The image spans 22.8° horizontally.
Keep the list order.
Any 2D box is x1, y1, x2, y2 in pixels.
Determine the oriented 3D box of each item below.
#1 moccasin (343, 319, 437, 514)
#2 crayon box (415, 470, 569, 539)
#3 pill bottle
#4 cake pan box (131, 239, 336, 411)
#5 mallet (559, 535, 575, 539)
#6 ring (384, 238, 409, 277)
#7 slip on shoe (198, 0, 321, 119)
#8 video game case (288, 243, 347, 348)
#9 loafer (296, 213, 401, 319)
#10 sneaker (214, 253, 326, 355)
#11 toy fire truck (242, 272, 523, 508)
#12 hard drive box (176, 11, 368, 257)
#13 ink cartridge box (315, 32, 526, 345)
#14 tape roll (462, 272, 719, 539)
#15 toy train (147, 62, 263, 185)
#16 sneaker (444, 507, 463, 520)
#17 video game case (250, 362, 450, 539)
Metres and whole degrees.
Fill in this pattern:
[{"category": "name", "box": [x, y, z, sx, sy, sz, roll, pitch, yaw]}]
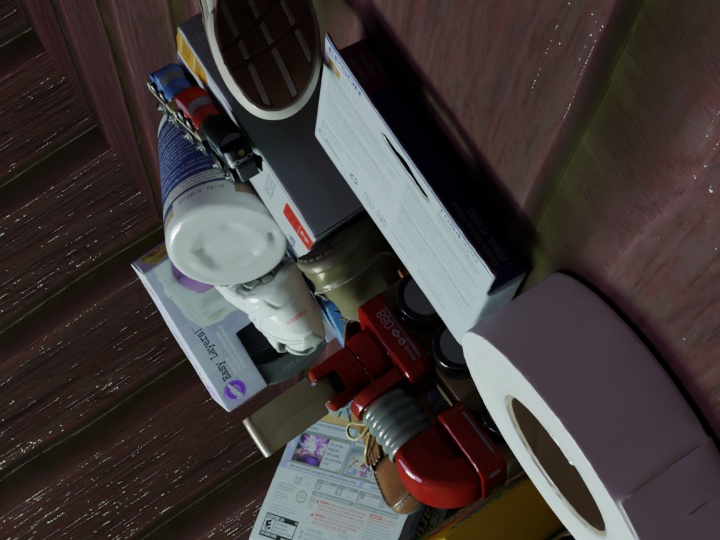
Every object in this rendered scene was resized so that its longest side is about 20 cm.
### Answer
[{"category": "moccasin", "box": [0.022, 0.118, 1.511, 0.078, 0.074, 0.202, 27, -140, -34]}, {"category": "crayon box", "box": [0.114, 0.202, 1.413, 0.051, 0.127, 0.200, 58, 165, 4]}, {"category": "pill bottle", "box": [-0.127, -0.095, 1.618, 0.111, 0.110, 0.201, 67, -170, -49]}, {"category": "cake pan box", "box": [-0.114, 0.023, 1.863, 0.200, 0.184, 0.052, 62, 169, -28]}, {"category": "mallet", "box": [0.150, 0.211, 1.594, 0.200, 0.041, 0.066, 55, 168, 41]}, {"category": "ring", "box": [0.035, 0.031, 1.625, 0.201, 0.019, 0.200, 55, 172, 12]}, {"category": "slip on shoe", "box": [-0.079, -0.186, 1.223, 0.061, 0.076, 0.201, 91, 157, -68]}, {"category": "video game case", "box": [-0.040, -0.012, 1.718, 0.182, 0.045, 0.200, 59, 177, 46]}, {"category": "loafer", "box": [0.000, 0.000, 1.461, 0.068, 0.076, 0.200, 58, -172, 2]}, {"category": "sneaker", "box": [-0.079, 0.035, 1.679, 0.100, 0.078, 0.200, 57, 178, -14]}, {"category": "toy fire truck", "box": [0.021, 0.115, 1.400, 0.176, 0.200, 0.129, 54, 171, 20]}, {"category": "hard drive box", "box": [-0.066, -0.118, 1.460, 0.200, 0.077, 0.156, 56, 172, 3]}, {"category": "ink cartridge box", "box": [0.040, -0.057, 1.221, 0.197, 0.043, 0.200, 56, 168, 10]}, {"category": "tape roll", "box": [0.147, 0.103, 1.104, 0.203, 0.071, 0.203, 55, 171, 14]}, {"category": "toy train", "box": [-0.129, -0.123, 1.427, 0.200, 0.034, 0.046, 44, 161, 55]}, {"category": "sneaker", "box": [0.081, 0.184, 1.603, 0.200, 0.077, 0.082, 28, 117, 58]}, {"category": "video game case", "box": [0.005, 0.184, 1.603, 0.045, 0.182, 0.200, 30, 166, -36]}]
